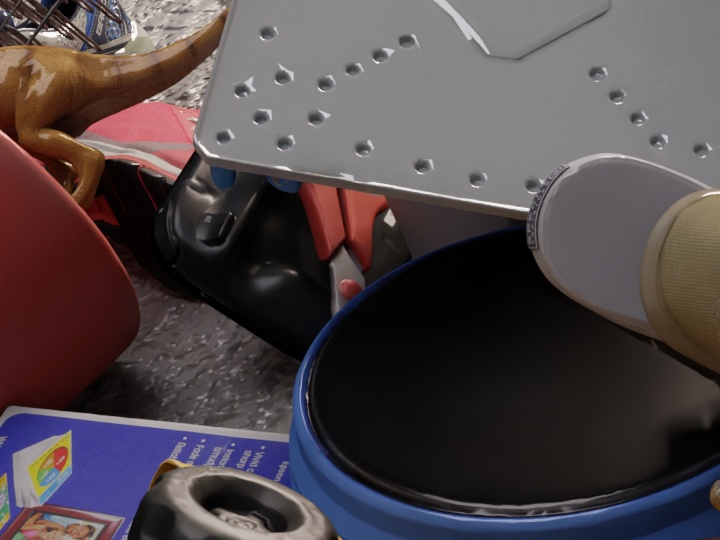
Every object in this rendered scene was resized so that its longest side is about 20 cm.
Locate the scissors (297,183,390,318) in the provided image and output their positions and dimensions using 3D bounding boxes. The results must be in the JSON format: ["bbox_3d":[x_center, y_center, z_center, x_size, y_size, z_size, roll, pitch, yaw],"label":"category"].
[{"bbox_3d":[0.000,0.000,0.973,0.014,0.073,0.200,-40,55,40],"label":"scissors"}]

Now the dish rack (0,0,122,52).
[{"bbox_3d":[-0.169,-0.123,1.134,0.153,0.055,0.200,26,79,50],"label":"dish rack"}]

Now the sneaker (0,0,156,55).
[{"bbox_3d":[-0.195,-0.088,1.228,0.077,0.085,0.200,7,44,42],"label":"sneaker"}]

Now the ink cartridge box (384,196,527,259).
[{"bbox_3d":[0.092,-0.102,0.987,0.200,0.147,0.083,-43,36,-24],"label":"ink cartridge box"}]

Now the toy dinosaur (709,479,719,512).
[{"bbox_3d":[0.183,0.107,0.649,0.058,0.101,0.200,-4,42,-39],"label":"toy dinosaur"}]

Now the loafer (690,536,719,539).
[{"bbox_3d":[0.124,0.109,0.729,0.200,0.063,0.072,-15,34,16],"label":"loafer"}]

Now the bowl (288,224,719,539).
[{"bbox_3d":[0.071,0.045,0.850,0.200,0.039,0.201,-8,32,5],"label":"bowl"}]

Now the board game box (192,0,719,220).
[{"bbox_3d":[0.057,-0.098,0.873,0.200,0.026,0.200,10,57,5],"label":"board game box"}]

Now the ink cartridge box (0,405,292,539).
[{"bbox_3d":[-0.082,0.134,0.849,0.200,0.047,0.198,5,40,23],"label":"ink cartridge box"}]

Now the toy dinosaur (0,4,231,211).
[{"bbox_3d":[-0.131,-0.074,1.027,0.200,0.106,0.060,-6,-3,3],"label":"toy dinosaur"}]

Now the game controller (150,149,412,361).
[{"bbox_3d":[-0.015,-0.044,1.033,0.042,0.104,0.200,-40,15,43],"label":"game controller"}]

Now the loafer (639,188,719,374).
[{"bbox_3d":[0.181,0.031,0.713,0.200,0.076,0.068,18,0,-2],"label":"loafer"}]

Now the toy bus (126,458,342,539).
[{"bbox_3d":[0.021,0.150,0.672,0.192,0.136,0.200,8,19,-20],"label":"toy bus"}]

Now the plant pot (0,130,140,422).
[{"bbox_3d":[-0.220,0.032,0.982,0.200,0.201,0.177,11,55,44],"label":"plant pot"}]

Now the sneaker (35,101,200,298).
[{"bbox_3d":[-0.090,-0.049,1.108,0.087,0.074,0.200,-40,34,-27],"label":"sneaker"}]

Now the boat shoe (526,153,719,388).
[{"bbox_3d":[0.147,0.018,0.776,0.069,0.200,0.057,-62,1,0],"label":"boat shoe"}]
